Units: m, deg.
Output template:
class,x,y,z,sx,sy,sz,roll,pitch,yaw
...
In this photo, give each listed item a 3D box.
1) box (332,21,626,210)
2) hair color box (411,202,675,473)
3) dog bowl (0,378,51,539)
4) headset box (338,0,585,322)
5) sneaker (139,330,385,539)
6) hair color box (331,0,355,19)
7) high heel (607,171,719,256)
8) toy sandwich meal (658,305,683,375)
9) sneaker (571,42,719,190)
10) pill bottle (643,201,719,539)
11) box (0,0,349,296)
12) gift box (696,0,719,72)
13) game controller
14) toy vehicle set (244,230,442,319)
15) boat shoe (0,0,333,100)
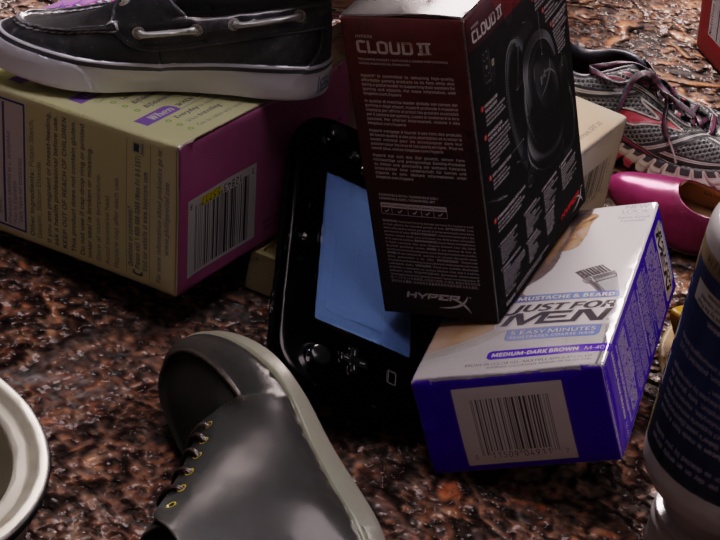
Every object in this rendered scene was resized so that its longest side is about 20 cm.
class,x,y,z,sx,sy,sz,roll,pitch,yaw
box,0.057,-0.087,1.339,0.199,0.078,0.095,24,32,20
hair color box,0.108,0.034,1.188,0.109,0.065,0.200,-6,23,20
dog bowl,-0.244,0.109,0.961,0.199,0.074,0.201,9,31,-5
headset box,0.060,-0.096,1.166,0.077,0.201,0.149,4,31,25
sneaker,-0.076,0.099,1.034,0.106,0.075,0.200,-6,36,-32
hair color box,-0.018,-0.192,1.263,0.099,0.061,0.200,9,0,12
high heel,0.262,-0.051,1.386,0.199,0.097,0.067,21,31,16
toy sandwich meal,0.265,0.056,1.233,0.204,0.071,0.206,9,30,-5
sneaker,0.206,-0.111,1.491,0.199,0.075,0.081,16,30,5
pill bottle,0.206,0.068,1.062,0.110,0.201,0.111,9,29,-5
box,-0.137,-0.085,1.277,0.199,0.097,0.176,19,32,27
gift box,0.386,-0.205,1.620,0.185,0.185,0.200,-7,38,-14
game controller,0.000,0.000,1.199,0.104,0.042,0.201,17,49,-15
toy vehicle set,0.026,-0.021,1.322,0.124,0.027,0.200,21,31,15
boat shoe,-0.114,-0.142,1.208,0.198,0.068,0.072,5,27,2
